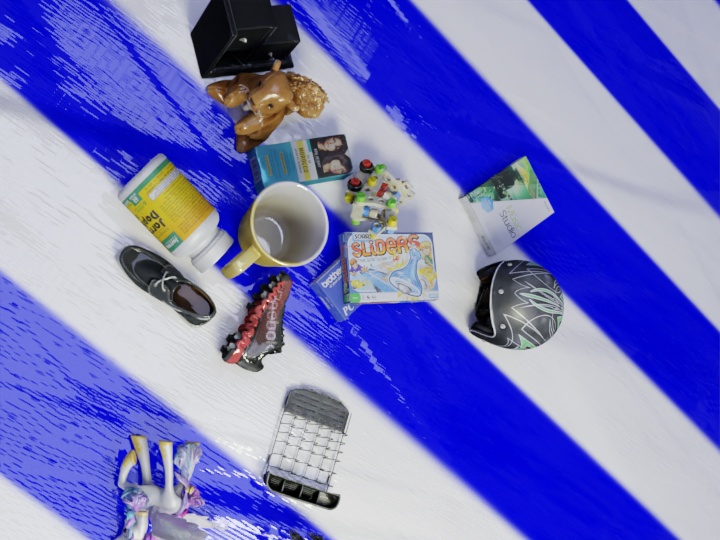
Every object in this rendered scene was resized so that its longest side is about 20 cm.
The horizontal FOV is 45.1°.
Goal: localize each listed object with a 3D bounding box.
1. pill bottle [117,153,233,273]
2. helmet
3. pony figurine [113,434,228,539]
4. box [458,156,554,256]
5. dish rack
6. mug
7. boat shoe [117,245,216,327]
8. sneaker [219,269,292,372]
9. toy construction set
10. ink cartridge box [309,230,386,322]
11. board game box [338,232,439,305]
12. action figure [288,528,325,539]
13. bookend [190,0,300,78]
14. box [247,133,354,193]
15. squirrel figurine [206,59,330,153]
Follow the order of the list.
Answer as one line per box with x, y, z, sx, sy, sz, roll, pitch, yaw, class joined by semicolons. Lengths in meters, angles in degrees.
-0.320;-0.096;1.526;0.200;0.112;0.113;47;65;-14;pill bottle
0.324;0.071;1.787;0.197;0.190;0.204;5;80;-27;helmet
-0.323;0.387;1.448;0.189;0.167;0.204;5;82;7;pony figurine
0.324;-0.143;1.908;0.199;0.036;0.146;-34;98;-28;box
-0.092;0.326;1.613;0.151;0.054;0.204;24;72;-23;dish rack
-0.170;-0.070;1.577;0.183;0.153;0.153;-7;86;-27;mug
-0.337;0.022;1.527;0.199;0.067;0.072;41;68;-15;boat shoe
-0.172;0.099;1.597;0.097;0.071;0.202;36;70;-17;sneaker
0.040;-0.147;1.705;0.129;0.093;0.200;22;33;9;toy construction set
0.000;0.000;1.715;0.200;0.044;0.095;-43;100;-25;ink cartridge box
0.056;-0.005;1.698;0.196;0.034;0.138;-2;81;-26;board game box
-0.141;0.542;1.530;0.118;0.102;0.201;14;116;-51;action figure
-0.188;-0.443;1.598;0.197;0.198;0.094;-14;86;-28;bookend
-0.115;-0.208;1.685;0.197;0.049;0.084;-13;89;-28;box
-0.159;-0.326;1.602;0.198;0.186;0.144;-23;92;-28;squirrel figurine
